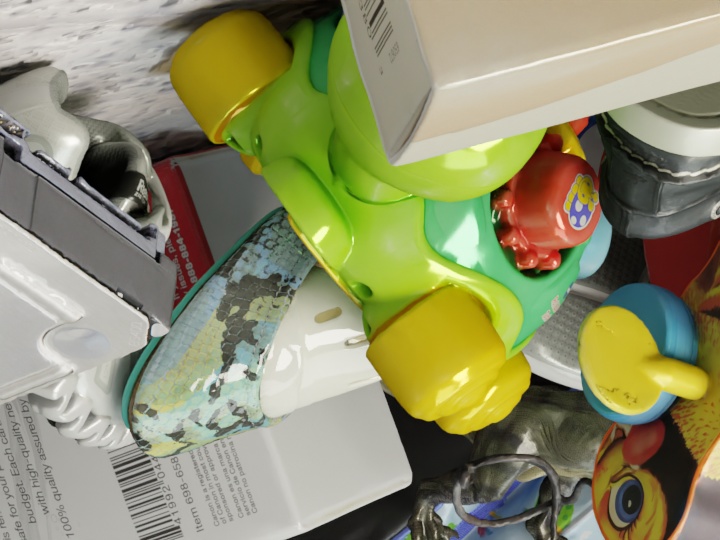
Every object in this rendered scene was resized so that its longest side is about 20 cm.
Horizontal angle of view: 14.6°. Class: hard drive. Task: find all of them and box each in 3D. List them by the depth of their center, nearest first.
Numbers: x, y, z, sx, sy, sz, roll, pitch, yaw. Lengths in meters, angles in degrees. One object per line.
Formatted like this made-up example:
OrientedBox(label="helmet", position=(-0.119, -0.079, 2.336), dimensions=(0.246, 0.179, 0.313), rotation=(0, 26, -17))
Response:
OrientedBox(label="hard drive", position=(-0.171, 0.005, 0.825), dimensions=(0.200, 0.038, 0.140), rotation=(-21, 139, 31))

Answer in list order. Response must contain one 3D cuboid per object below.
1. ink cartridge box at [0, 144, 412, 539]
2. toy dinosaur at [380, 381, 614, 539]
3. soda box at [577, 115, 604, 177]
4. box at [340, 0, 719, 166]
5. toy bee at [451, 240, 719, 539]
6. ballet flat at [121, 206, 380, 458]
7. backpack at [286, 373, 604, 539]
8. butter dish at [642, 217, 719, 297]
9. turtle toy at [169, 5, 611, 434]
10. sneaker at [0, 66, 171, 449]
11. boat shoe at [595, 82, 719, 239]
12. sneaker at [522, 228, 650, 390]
OrientedBox(label="ink cartridge box", position=(-0.099, 0.050, 1.096), dimensions=(0.200, 0.145, 0.084), rotation=(-21, 177, 34))
OrientedBox(label="toy dinosaur", position=(0.061, 0.078, 1.129), dimensions=(0.199, 0.088, 0.047), rotation=(15, -154, 14))
OrientedBox(label="soda box", position=(0.064, -0.036, 1.142), dimensions=(0.199, 0.064, 0.070), rotation=(-14, 172, -18))
OrientedBox(label="box", position=(0.093, -0.099, 0.681), dimensions=(0.199, 0.095, 0.078), rotation=(-16, 171, -10))
OrientedBox(label="toy bee", position=(0.121, 0.060, 0.937), dimensions=(0.130, 0.109, 0.200), rotation=(0, 136, -18))
OrientedBox(label="ballet flat", position=(0.000, 0.000, 0.981), dimensions=(0.200, 0.074, 0.074), rotation=(-49, -170, -31))
OrientedBox(label="backpack", position=(0.061, 0.090, 1.264), dimensions=(0.183, 0.147, 0.200), rotation=(-42, 162, 18))
OrientedBox(label="butter dish", position=(0.172, -0.042, 1.057), dimensions=(0.199, 0.148, 0.200), rotation=(-29, 141, -20))
OrientedBox(label="turtle toy", position=(0.020, -0.035, 0.872), dimensions=(0.101, 0.146, 0.200), rotation=(-37, 170, 3))
OrientedBox(label="sneaker", position=(-0.093, -0.002, 0.933), dimensions=(0.081, 0.075, 0.200), rotation=(-31, 152, 4))
OrientedBox(label="boat shoe", position=(0.139, -0.066, 0.882), dimensions=(0.199, 0.074, 0.066), rotation=(-39, 151, -42))
OrientedBox(label="sneaker", position=(0.112, 0.019, 1.140), dimensions=(0.080, 0.071, 0.200), rotation=(-21, 170, 42))
